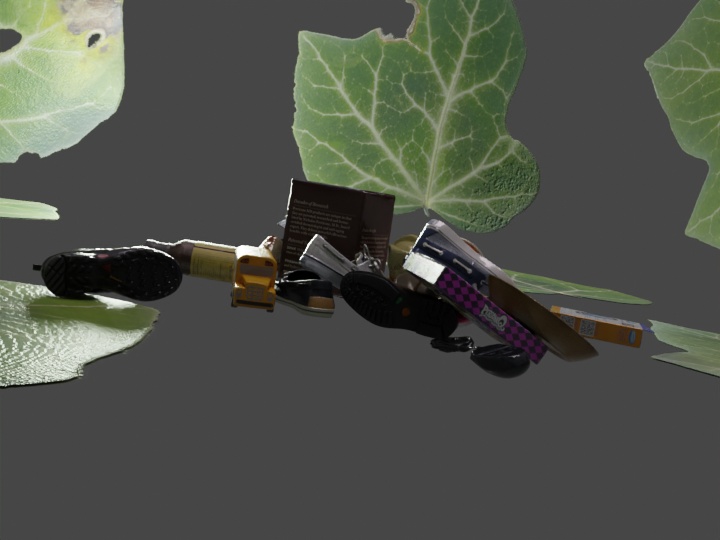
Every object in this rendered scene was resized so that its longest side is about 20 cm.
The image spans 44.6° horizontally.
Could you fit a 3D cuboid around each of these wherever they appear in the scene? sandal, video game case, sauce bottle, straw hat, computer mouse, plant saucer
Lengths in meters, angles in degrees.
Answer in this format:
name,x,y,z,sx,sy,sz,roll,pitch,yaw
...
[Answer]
name,x,y,z,sx,sy,sz,roll,pitch,yaw
sandal,0.147,0.021,1.472,0.195,0.055,0.081,2,38,-12
video game case,0.165,0.052,1.299,0.199,0.036,0.181,38,-1,-15
sauce bottle,-0.288,-0.020,1.570,0.195,0.066,0.065,11,5,3
straw hat,0.090,-0.017,1.607,0.197,0.086,0.202,-22,19,8
computer mouse,0.152,0.114,1.148,0.057,0.035,0.199,-12,8,-24
plant saucer,0.262,0.080,1.308,0.199,0.036,0.200,38,-1,1

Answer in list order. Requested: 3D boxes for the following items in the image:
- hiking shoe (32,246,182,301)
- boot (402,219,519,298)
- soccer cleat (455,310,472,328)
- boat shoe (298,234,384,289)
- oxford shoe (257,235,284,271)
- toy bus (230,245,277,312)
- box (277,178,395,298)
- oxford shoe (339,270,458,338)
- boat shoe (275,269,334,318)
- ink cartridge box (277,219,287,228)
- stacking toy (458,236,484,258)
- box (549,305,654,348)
name,x,y,z,sx,sy,sz,roll,pitch,yaw
hiking shoe,-0.346,-0.004,1.216,0.197,0.078,0.100,5,10,-36
boot,0.163,0.015,1.418,0.199,0.091,0.073,39,-18,2
soccer cleat,0.186,0.066,1.551,0.069,0.088,0.200,20,31,14
boat shoe,-0.002,-0.001,1.462,0.200,0.087,0.074,30,-6,-18
oxford shoe,-0.203,-0.037,1.857,0.069,0.077,0.200,10,5,13
toy bus,-0.165,0.011,1.363,0.063,0.080,0.200,8,5,-10
box,-0.044,-0.061,1.706,0.161,0.205,0.165,11,5,23
oxford shoe,0.060,0.057,1.376,0.196,0.074,0.084,23,5,12
boat shoe,-0.093,0.029,1.406,0.073,0.064,0.199,5,5,-25
ink cartridge box,-0.100,-0.046,1.995,0.197,0.048,0.198,29,7,-1
stacking toy,0.162,0.030,1.690,0.143,0.150,0.200,10,22,14
box,0.461,0.110,1.688,0.196,0.043,0.119,13,6,15
